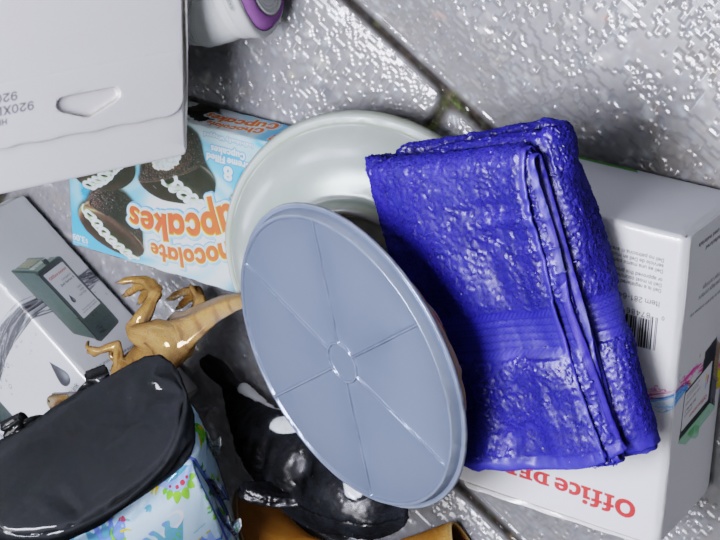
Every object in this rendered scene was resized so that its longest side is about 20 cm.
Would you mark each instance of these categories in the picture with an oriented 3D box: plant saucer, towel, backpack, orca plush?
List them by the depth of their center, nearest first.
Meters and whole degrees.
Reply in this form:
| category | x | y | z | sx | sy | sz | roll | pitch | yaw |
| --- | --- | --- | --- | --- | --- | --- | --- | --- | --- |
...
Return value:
| category | x | y | z | sx | sy | sz | roll | pitch | yaw |
| --- | --- | --- | --- | --- | --- | --- | --- | --- | --- |
| towel | 0.082 | 0.020 | 1.187 | 0.147 | 0.049 | 0.202 | -8 | 103 | 37 |
| plant saucer | 0.000 | 0.000 | 1.313 | 0.198 | 0.050 | 0.202 | 8 | 116 | 17 |
| orca plush | -0.055 | 0.124 | 1.379 | 0.200 | 0.071 | 0.106 | 45 | 137 | 33 |
| backpack | -0.155 | 0.173 | 1.389 | 0.154 | 0.162 | 0.200 | 56 | 170 | 23 |

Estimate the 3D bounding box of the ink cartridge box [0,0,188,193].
| category | x | y | z | sx | sy | sz | roll | pitch | yaw |
| --- | --- | --- | --- | --- | --- | --- | --- | --- | --- |
| ink cartridge box | -0.218 | -0.158 | 1.318 | 0.200 | 0.146 | 0.146 | 33 | 130 | 48 |

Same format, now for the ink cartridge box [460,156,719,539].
| category | x | y | z | sx | sy | sz | roll | pitch | yaw |
| --- | --- | --- | --- | --- | --- | --- | --- | --- | --- |
| ink cartridge box | 0.140 | 0.044 | 1.243 | 0.144 | 0.084 | 0.202 | 16 | 117 | 29 |

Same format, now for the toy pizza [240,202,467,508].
| category | x | y | z | sx | sy | sz | roll | pitch | yaw |
| --- | --- | --- | --- | --- | --- | --- | --- | --- | --- |
| toy pizza | 0.000 | 0.049 | 1.239 | 0.200 | 0.032 | 0.202 | 34 | 139 | 36 |

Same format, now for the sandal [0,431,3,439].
| category | x | y | z | sx | sy | sz | roll | pitch | yaw |
| --- | --- | --- | --- | --- | --- | --- | --- | --- | --- |
| sandal | -0.289 | 0.145 | 1.487 | 0.205 | 0.059 | 0.080 | 26 | 125 | 23 |

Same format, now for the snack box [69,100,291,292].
| category | x | y | z | sx | sy | sz | roll | pitch | yaw |
| --- | --- | --- | --- | --- | --- | --- | --- | --- | --- |
| snack box | -0.112 | -0.053 | 1.404 | 0.198 | 0.037 | 0.117 | 15 | 119 | 28 |

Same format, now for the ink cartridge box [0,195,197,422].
| category | x | y | z | sx | sy | sz | roll | pitch | yaw |
| --- | --- | --- | --- | --- | --- | --- | --- | --- | --- |
| ink cartridge box | -0.238 | 0.070 | 1.511 | 0.200 | 0.084 | 0.146 | 46 | 128 | 10 |

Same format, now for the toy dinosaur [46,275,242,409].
| category | x | y | z | sx | sy | sz | roll | pitch | yaw |
| --- | --- | --- | --- | --- | --- | --- | --- | --- | --- |
| toy dinosaur | -0.125 | 0.044 | 1.393 | 0.199 | 0.107 | 0.060 | -36 | 126 | 25 |

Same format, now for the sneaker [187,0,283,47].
| category | x | y | z | sx | sy | sz | roll | pitch | yaw |
| --- | --- | --- | --- | --- | --- | --- | --- | --- | --- |
| sneaker | -0.122 | -0.235 | 1.311 | 0.099 | 0.075 | 0.202 | -11 | 102 | 35 |

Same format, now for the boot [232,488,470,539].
| category | x | y | z | sx | sy | sz | roll | pitch | yaw |
| --- | --- | --- | --- | --- | --- | --- | --- | --- | --- |
| boot | 0.009 | 0.205 | 1.422 | 0.144 | 0.071 | 0.202 | -37 | 75 | 24 |
